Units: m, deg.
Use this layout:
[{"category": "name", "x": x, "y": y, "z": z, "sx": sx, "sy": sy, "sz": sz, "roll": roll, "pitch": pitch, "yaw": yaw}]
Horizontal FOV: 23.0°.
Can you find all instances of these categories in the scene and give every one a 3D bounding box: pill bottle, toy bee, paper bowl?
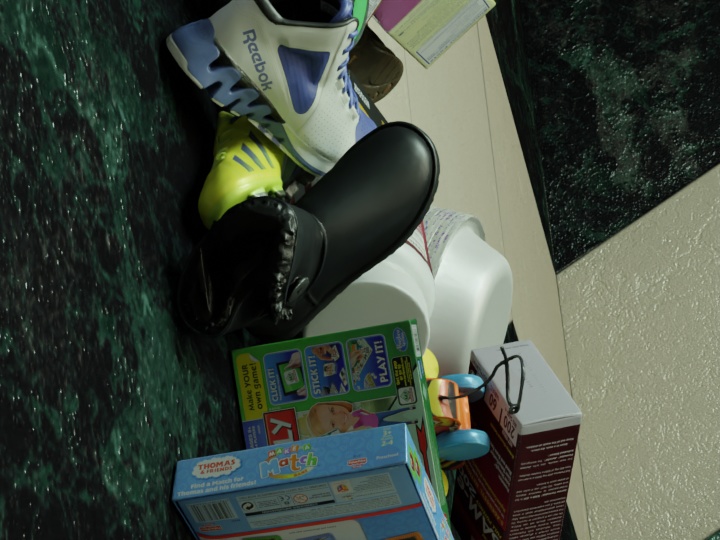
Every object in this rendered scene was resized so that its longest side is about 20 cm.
[{"category": "pill bottle", "x": 0.000, "y": 0.000, "z": 1.407, "sx": 0.200, "sy": 0.114, "sz": 0.114, "roll": -95, "pitch": 170, "yaw": -60}, {"category": "toy bee", "x": 0.055, "y": 0.113, "z": 1.472, "sx": 0.131, "sy": 0.109, "sz": 0.200, "roll": -99, "pitch": -164, "yaw": -44}, {"category": "paper bowl", "x": 0.075, "y": 0.044, "z": 1.651, "sx": 0.201, "sy": 0.104, "sz": 0.201, "roll": 14, "pitch": 90, "yaw": -73}]

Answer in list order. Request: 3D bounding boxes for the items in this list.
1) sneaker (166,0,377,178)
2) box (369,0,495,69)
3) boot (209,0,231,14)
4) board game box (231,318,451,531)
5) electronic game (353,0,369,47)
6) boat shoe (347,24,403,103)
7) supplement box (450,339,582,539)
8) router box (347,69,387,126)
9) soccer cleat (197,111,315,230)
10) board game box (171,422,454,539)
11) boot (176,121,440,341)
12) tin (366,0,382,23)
[{"category": "sneaker", "x": -0.033, "y": -0.147, "z": 1.278, "sx": 0.199, "sy": 0.115, "sz": 0.081, "roll": 31, "pitch": 25, "yaw": -46}, {"category": "box", "x": 0.024, "y": -0.301, "z": 1.682, "sx": 0.176, "sy": 0.097, "sz": 0.200, "roll": 49, "pitch": 7, "yaw": 11}, {"category": "boot", "x": -0.075, "y": -0.229, "z": 1.399, "sx": 0.204, "sy": 0.073, "sz": 0.154, "roll": -47, "pitch": 126, "yaw": -64}, {"category": "board game box", "x": -0.010, "y": 0.144, "z": 1.256, "sx": 0.029, "sy": 0.135, "sz": 0.200, "roll": 8, "pitch": 72, "yaw": -78}, {"category": "electronic game", "x": -0.031, "y": -0.266, "z": 1.366, "sx": 0.200, "sy": 0.042, "sz": 0.200, "roll": -6, "pitch": 90, "yaw": -72}, {"category": "boat shoe", "x": -0.029, "y": -0.223, "z": 1.657, "sx": 0.068, "sy": 0.072, "sz": 0.200, "roll": 49, "pitch": 5, "yaw": 30}, {"category": "supplement box", "x": 0.132, "y": 0.173, "z": 1.541, "sx": 0.109, "sy": 0.061, "sz": 0.200, "roll": -122, "pitch": -151, "yaw": -49}, {"category": "router box", "x": -0.002, "y": -0.080, "z": 1.666, "sx": 0.200, "sy": 0.052, "sz": 0.157, "roll": 42, "pitch": 40, "yaw": -70}, {"category": "soccer cleat", "x": -0.088, "y": -0.077, "z": 1.301, "sx": 0.084, "sy": 0.065, "sz": 0.200, "roll": 49, "pitch": 20, "yaw": -2}, {"category": "board game box", "x": -0.017, "y": 0.183, "z": 1.154, "sx": 0.037, "sy": 0.151, "sz": 0.200, "roll": -89, "pitch": 164, "yaw": -44}, {"category": "boot", "x": -0.031, "y": -0.029, "z": 1.220, "sx": 0.076, "sy": 0.200, "sz": 0.168, "roll": 44, "pitch": 4, "yaw": 11}, {"category": "tin", "x": -0.003, "y": -0.243, "z": 1.526, "sx": 0.200, "sy": 0.042, "sz": 0.112, "roll": -56, "pitch": 172, "yaw": 7}]
